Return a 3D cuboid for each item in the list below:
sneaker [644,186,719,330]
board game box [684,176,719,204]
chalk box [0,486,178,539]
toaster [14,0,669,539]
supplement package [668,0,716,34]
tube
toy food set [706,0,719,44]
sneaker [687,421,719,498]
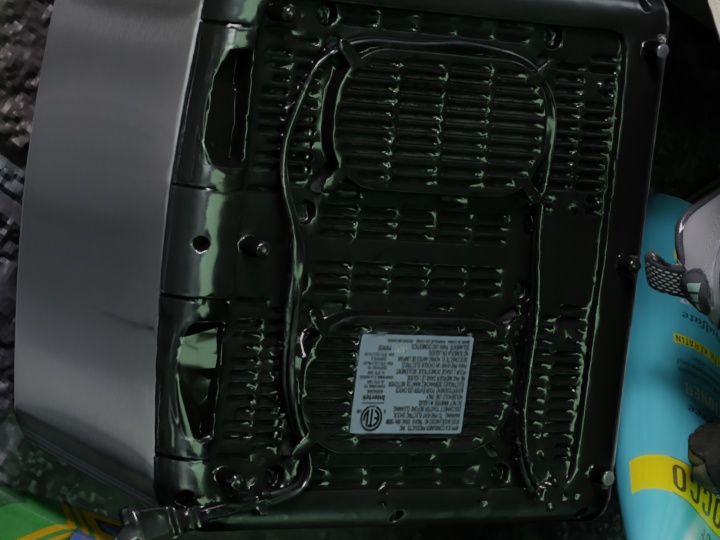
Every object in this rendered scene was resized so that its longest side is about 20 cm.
[{"bbox_3d":[0.182,-0.029,0.914,0.200,0.140,0.078,-21,124,-32],"label":"sneaker"},{"bbox_3d":[0.184,0.050,1.118,0.134,0.034,0.200,-33,116,-26],"label":"board game box"},{"bbox_3d":[-0.045,0.162,0.881,0.124,0.200,0.125,21,86,-35],"label":"chalk box"},{"bbox_3d":[-0.012,-0.010,0.881,0.200,0.119,0.181,1,97,-35],"label":"toaster"},{"bbox_3d":[0.194,-0.156,0.986,0.191,0.200,0.147,28,83,-34],"label":"supplement package"},{"bbox_3d":[0.107,0.057,0.940,0.050,0.200,0.077,-36,124,27],"label":"tube"},{"bbox_3d":[0.212,-0.048,0.821,0.199,0.144,0.060,-7,138,-4],"label":"toy food set"},{"bbox_3d":[0.174,0.099,0.919,0.200,0.077,0.089,24,63,-49],"label":"sneaker"}]
